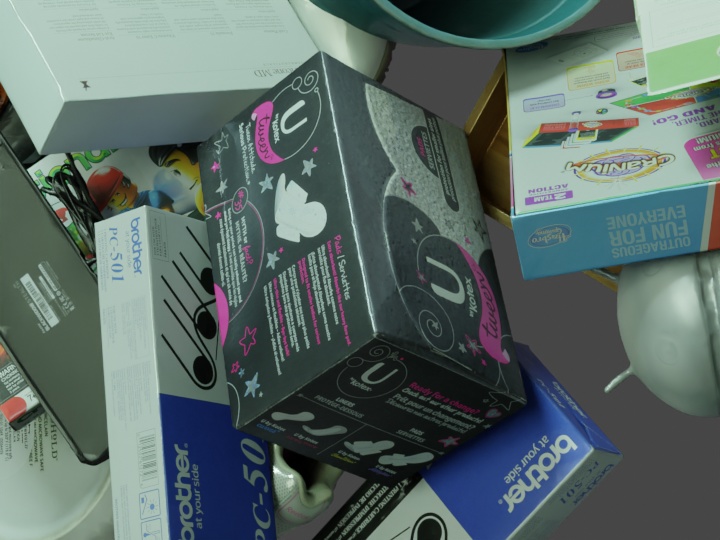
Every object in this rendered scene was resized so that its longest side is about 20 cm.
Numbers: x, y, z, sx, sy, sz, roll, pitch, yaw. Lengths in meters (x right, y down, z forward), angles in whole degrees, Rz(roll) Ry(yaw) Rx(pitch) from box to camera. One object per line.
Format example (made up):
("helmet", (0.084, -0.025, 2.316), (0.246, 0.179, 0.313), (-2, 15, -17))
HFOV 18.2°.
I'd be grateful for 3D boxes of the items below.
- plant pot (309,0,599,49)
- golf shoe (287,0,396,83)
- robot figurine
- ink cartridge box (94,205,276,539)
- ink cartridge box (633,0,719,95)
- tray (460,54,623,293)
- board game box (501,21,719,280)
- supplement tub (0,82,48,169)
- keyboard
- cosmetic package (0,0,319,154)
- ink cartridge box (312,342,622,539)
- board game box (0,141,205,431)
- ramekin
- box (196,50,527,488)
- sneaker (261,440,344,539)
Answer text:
("plant pot", (0.034, -0.220, 1.315), (0.188, 0.200, 0.200), (178, 103, -69))
("golf shoe", (-0.035, -0.202, 1.429), (0.073, 0.092, 0.200), (-21, 72, 24))
("robot figurine", (0.223, 0.016, 1.192), (0.200, 0.113, 0.170), (-9, 65, 8))
("ink cartridge box", (-0.099, 0.070, 1.280), (0.044, 0.094, 0.200), (-17, 71, 35))
("ink cartridge box", (0.220, -0.138, 1.195), (0.145, 0.048, 0.200), (-14, 31, 12))
("tray", (0.147, -0.047, 1.318), (0.200, 0.037, 0.099), (33, 97, 31))
("board game box", (0.155, -0.075, 1.215), (0.153, 0.040, 0.200), (-9, 31, 8))
("supplement tub", (-0.205, -0.109, 1.450), (0.122, 0.200, 0.123), (-7, 76, 30))
("keyboard", (-0.174, 0.009, 1.343), (0.104, 0.040, 0.200), (-37, 81, 16))
("cosmetic package", (-0.132, -0.147, 1.365), (0.151, 0.200, 0.052), (57, 135, 29))
("ink cartridge box", (0.051, 0.145, 1.323), (0.200, 0.044, 0.094), (-48, 60, 15))
("board game box", (-0.165, -0.011, 1.376), (0.200, 0.035, 0.126), (-35, 79, -7))
("ramekin", (-0.182, 0.105, 1.449), (0.200, 0.105, 0.201), (-7, 77, 31))
("box", (0.000, 0.000, 1.285), (0.115, 0.132, 0.200), (-34, 49, 32))
("sneaker", (-0.034, 0.075, 1.355), (0.088, 0.081, 0.200), (-16, 57, 41))
